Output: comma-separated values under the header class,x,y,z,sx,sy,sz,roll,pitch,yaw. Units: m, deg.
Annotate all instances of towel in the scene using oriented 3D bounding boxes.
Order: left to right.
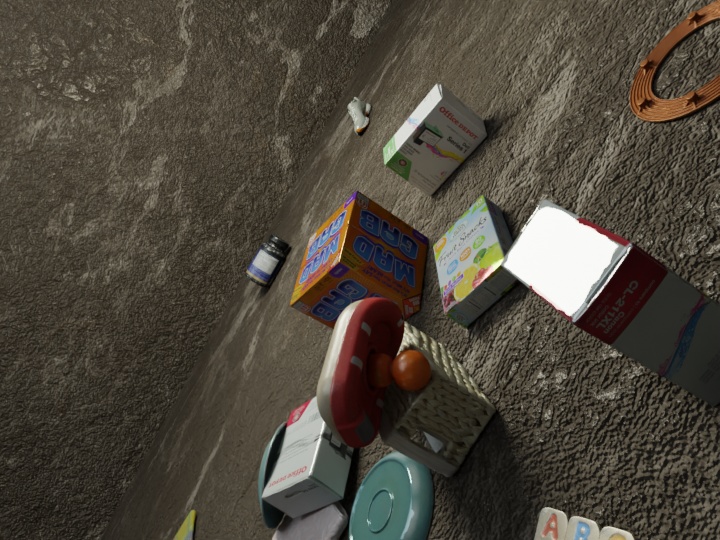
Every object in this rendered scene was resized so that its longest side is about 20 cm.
class,x,y,z,sx,sy,sz,roll,pitch,yaw
towel,-0.507,0.796,1.531,0.144,0.023,0.200,-57,22,8
towel,-0.104,0.493,0.989,0.202,0.032,0.191,-61,20,-4

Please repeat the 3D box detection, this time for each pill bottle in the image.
class,x,y,z,sx,sy,sz,roll,pitch,yaw
pill bottle,-0.374,-0.040,2.197,0.202,0.111,0.112,-59,21,1

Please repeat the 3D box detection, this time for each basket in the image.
class,x,y,z,sx,sy,sz,roll,pitch,yaw
basket,0.090,0.180,0.813,0.124,0.135,0.200,-54,22,7

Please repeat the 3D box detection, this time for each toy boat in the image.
class,x,y,z,sx,sy,sz,roll,pitch,yaw
toy boat,0.030,0.130,0.717,0.129,0.131,0.202,-3,47,22

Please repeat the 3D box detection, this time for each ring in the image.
class,x,y,z,sx,sy,sz,roll,pitch,yaw
ring,0.460,-0.296,0.748,0.201,0.019,0.202,-47,25,30

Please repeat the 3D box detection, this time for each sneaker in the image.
class,x,y,z,sx,sy,sz,roll,pitch,yaw
sneaker,-0.016,-0.619,2.162,0.076,0.091,0.201,-44,26,37

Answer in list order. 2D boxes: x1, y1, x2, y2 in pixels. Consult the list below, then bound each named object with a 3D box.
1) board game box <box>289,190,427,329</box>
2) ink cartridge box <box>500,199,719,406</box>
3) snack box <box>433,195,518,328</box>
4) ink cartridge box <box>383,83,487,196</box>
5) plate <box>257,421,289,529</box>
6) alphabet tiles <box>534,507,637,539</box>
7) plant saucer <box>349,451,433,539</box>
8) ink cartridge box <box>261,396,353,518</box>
class,x,y,z,sx,sy,sz,roll,pitch,yaw
board game box,0.000,0.000,1.161,0.199,0.199,0.202,-39,29,44
ink cartridge box,0.261,0.029,0.529,0.083,0.198,0.146,-57,20,12
snack box,0.197,-0.020,0.940,0.142,0.053,0.201,-46,24,30
ink cartridge box,0.168,-0.294,1.238,0.200,0.144,0.084,-46,25,30
plate,-0.169,0.407,1.085,0.200,0.025,0.203,4,-90,-78
alphabet tiles,0.197,0.341,0.523,0.199,0.014,0.198,-18,46,61
plant saucer,0.038,0.372,0.832,0.200,0.027,0.201,-47,25,30
ink cartridge box,-0.087,0.342,1.023,0.145,0.083,0.201,-36,23,33
